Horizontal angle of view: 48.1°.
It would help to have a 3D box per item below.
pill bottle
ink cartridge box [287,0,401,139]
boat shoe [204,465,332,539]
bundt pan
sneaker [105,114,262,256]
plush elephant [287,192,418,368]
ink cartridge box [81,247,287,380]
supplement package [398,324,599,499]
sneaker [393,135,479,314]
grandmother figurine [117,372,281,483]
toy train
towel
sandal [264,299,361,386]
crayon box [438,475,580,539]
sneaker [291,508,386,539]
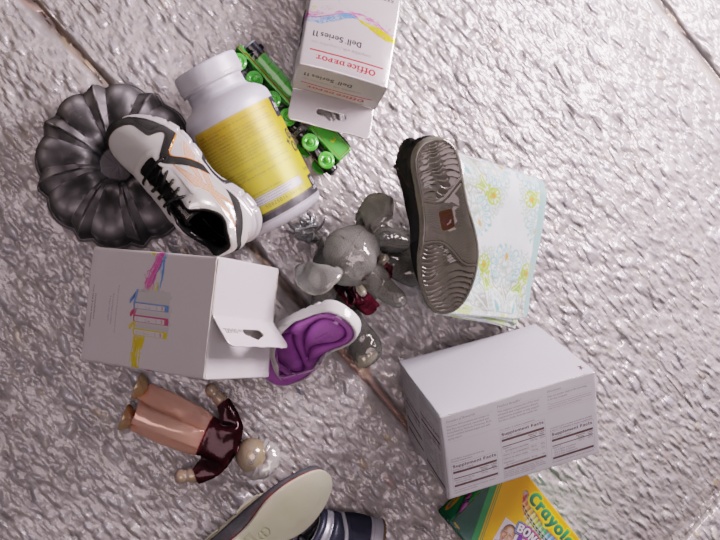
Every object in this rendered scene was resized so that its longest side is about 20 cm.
[{"bbox_3d":[-0.137,-0.149,0.955,0.111,0.112,0.203,-29,102,-10],"label":"pill bottle"},{"bbox_3d":[-0.018,-0.277,0.991,0.115,0.067,0.204,11,75,-12],"label":"ink cartridge box"},{"bbox_3d":[-0.121,0.308,0.991,0.199,0.062,0.072,-42,116,-9],"label":"boat shoe"},{"bbox_3d":[-0.287,-0.126,0.951,0.197,0.076,0.207,0,91,-12],"label":"bundt pan"},{"bbox_3d":[-0.197,-0.094,0.878,0.199,0.080,0.074,37,119,-5],"label":"sneaker"},{"bbox_3d":[0.000,0.000,0.968,0.200,0.155,0.165,43,82,-9],"label":"plush elephant"},{"bbox_3d":[-0.187,0.048,0.897,0.196,0.128,0.128,4,87,26],"label":"ink cartridge box"},{"bbox_3d":[0.166,0.166,0.994,0.196,0.156,0.113,-13,110,-12],"label":"supplement package"},{"bbox_3d":[0.087,-0.057,0.946,0.073,0.106,0.205,-7,103,-9],"label":"sneaker"},{"bbox_3d":[-0.191,0.203,0.980,0.197,0.061,0.123,23,94,-8],"label":"grandmother figurine"},{"bbox_3d":[-0.090,-0.206,1.011,0.056,0.042,0.200,-45,98,-18],"label":"toy train"},{"bbox_3d":[0.160,-0.034,1.025,0.169,0.048,0.205,10,87,-39],"label":"towel"},{"bbox_3d":[-0.075,0.094,0.939,0.082,0.202,0.050,36,47,-10],"label":"sandal"},{"bbox_3d":[0.210,0.354,1.062,0.118,0.058,0.201,-41,97,-9],"label":"crayon box"},{"bbox_3d":[-0.044,0.397,1.001,0.107,0.070,0.204,20,79,-16],"label":"sneaker"}]
